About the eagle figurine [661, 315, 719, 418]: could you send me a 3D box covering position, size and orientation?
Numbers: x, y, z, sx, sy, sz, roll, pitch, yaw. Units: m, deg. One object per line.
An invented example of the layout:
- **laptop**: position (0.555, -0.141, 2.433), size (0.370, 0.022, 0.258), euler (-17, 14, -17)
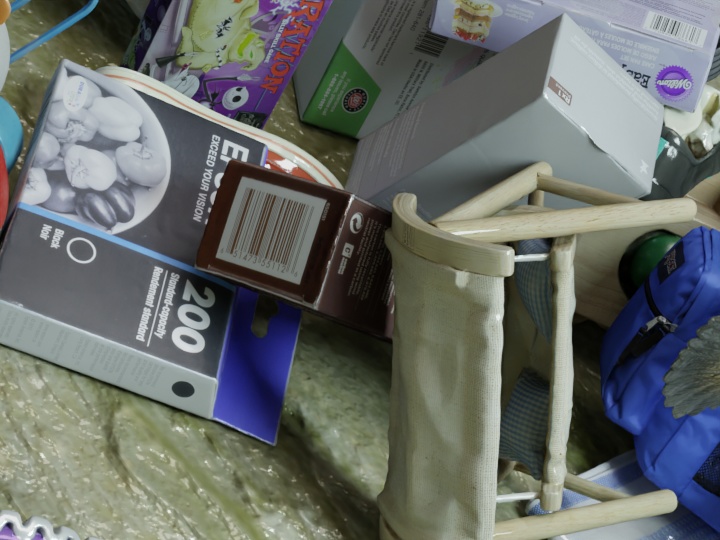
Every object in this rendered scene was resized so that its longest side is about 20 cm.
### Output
- **eagle figurine**: position (0.289, 0.032, 1.176), size (0.151, 0.201, 0.151), euler (30, -2, 45)

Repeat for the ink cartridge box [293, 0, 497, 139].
- **ink cartridge box**: position (0.068, -0.161, 1.534), size (0.198, 0.145, 0.084), euler (16, 34, -21)

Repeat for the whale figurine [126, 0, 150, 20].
- **whale figurine**: position (-0.150, -0.263, 1.460), size (0.160, 0.103, 0.200), euler (60, 0, 36)

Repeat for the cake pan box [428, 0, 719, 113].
- **cake pan box**: position (0.163, -0.190, 1.423), size (0.198, 0.053, 0.185), euler (17, 32, 6)

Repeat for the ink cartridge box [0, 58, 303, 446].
- **ink cartridge box**: position (-0.118, -0.013, 1.252), size (0.199, 0.043, 0.199), euler (22, 49, -15)

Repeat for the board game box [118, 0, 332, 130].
- **board game box**: position (-0.083, -0.175, 1.383), size (0.119, 0.201, 0.032), euler (0, 45, -37)

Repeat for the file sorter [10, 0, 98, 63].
- **file sorter**: position (-0.265, -0.244, 1.351), size (0.139, 0.122, 0.201), euler (52, 11, -47)

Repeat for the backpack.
- **backpack**: position (0.261, 0.049, 1.324), size (0.167, 0.200, 0.163), euler (36, 20, -11)

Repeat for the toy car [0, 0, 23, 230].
- **toy car**: position (-0.268, -0.110, 1.145), size (0.176, 0.201, 0.185), euler (22, 34, -2)

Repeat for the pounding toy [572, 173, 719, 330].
- **pounding toy**: position (0.182, -0.009, 1.464), size (0.183, 0.143, 0.200), euler (24, 23, -12)

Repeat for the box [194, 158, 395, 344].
- **box**: position (0.000, 0.000, 1.249), size (0.100, 0.076, 0.199), euler (17, -2, 36)

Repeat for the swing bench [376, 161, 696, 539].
- **swing bench**: position (0.086, 0.057, 1.193), size (0.129, 0.201, 0.199), euler (16, 20, 39)

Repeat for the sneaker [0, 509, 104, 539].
- **sneaker**: position (-0.149, 0.176, 0.998), size (0.198, 0.081, 0.089), euler (13, 56, -20)

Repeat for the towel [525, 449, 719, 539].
- **towel**: position (0.208, 0.197, 1.293), size (0.146, 0.024, 0.200), euler (-14, 54, -46)

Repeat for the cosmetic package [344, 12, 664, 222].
- **cosmetic package**: position (0.091, -0.070, 1.343), size (0.107, 0.199, 0.091), euler (40, 42, -25)

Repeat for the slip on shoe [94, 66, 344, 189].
- **slip on shoe**: position (-0.099, -0.068, 1.368), size (0.199, 0.074, 0.062), euler (24, 69, -22)

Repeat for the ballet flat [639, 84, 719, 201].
- **ballet flat**: position (0.223, -0.092, 1.410), size (0.068, 0.069, 0.200), euler (29, 23, 6)
